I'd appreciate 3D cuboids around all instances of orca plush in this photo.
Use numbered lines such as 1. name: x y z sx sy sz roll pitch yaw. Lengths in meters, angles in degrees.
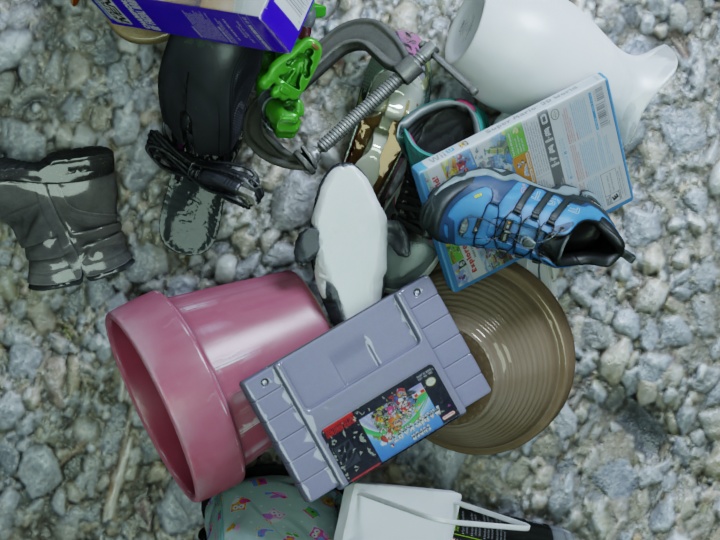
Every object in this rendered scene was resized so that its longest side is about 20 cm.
1. orca plush: 0.000 0.000 1.702 0.105 0.071 0.200 -25 94 -3

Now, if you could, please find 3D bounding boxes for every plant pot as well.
1. plant pot: 0.097 0.087 1.737 0.200 0.093 0.201 5 104 22
2. plant pot: -0.119 0.093 1.720 0.179 0.200 0.200 -24 102 -16

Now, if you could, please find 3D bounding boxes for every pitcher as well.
1. pitcher: 0.176 -0.170 1.720 0.200 0.121 0.172 21 90 -18

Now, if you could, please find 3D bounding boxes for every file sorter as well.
1. file sorter: 0.054 0.306 1.645 0.139 0.124 0.200 12 91 -41

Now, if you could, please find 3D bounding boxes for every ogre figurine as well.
1. ogre figurine: -0.075 -0.233 1.681 0.098 0.120 0.200 -20 112 -9

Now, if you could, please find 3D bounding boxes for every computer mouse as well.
1. computer mouse: -0.140 -0.156 1.643 0.138 0.053 0.200 27 123 25

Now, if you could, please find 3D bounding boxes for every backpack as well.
1. backpack: -0.081 0.273 1.735 0.167 0.200 0.127 -5 120 -1

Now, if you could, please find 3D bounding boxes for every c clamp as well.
1. c clamp: -0.014 -0.160 1.695 0.200 0.171 0.027 -38 142 2

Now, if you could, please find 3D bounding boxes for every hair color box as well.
1. hair color box: -0.133 -0.261 1.576 0.200 0.065 0.109 13 71 32

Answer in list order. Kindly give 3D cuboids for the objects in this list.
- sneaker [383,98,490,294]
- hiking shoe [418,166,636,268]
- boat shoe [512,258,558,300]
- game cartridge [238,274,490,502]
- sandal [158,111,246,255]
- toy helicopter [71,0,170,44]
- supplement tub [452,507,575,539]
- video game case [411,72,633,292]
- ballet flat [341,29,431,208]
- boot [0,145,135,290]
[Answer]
1. sneaker: 0.062 -0.079 1.702 0.083 0.121 0.200 23 79 15
2. hiking shoe: 0.150 -0.044 1.636 0.200 0.087 0.075 0 118 -27
3. boat shoe: 0.157 -0.009 1.776 0.072 0.066 0.200 -9 99 29
4. game cartridge: 0.007 0.107 1.641 0.200 0.038 0.130 -30 90 -15
5. sandal: -0.150 -0.111 1.740 0.075 0.048 0.201 5 100 -6
6. toy helicopter: -0.204 -0.311 1.697 0.132 0.079 0.200 1 90 4
7. supplement tub: 0.106 0.295 1.803 0.200 0.123 0.123 15 99 -7
8. video game case: 0.153 -0.080 1.683 0.200 0.018 0.143 -27 128 -11
9. ballet flat: 0.020 -0.130 1.739 0.069 0.071 0.200 20 98 -2
10. boot: -0.321 -0.041 1.732 0.200 0.070 0.132 -5 106 0
